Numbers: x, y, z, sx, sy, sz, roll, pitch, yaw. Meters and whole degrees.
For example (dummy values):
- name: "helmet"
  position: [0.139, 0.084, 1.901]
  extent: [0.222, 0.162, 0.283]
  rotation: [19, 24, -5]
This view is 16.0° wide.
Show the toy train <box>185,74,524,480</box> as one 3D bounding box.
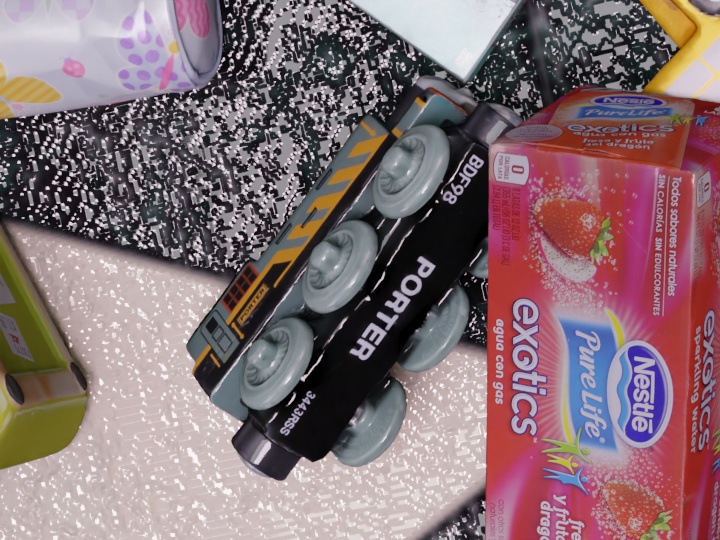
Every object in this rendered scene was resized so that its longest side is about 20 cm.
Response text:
- name: "toy train"
  position: [0.000, 0.000, 1.166]
  extent: [0.085, 0.114, 0.200]
  rotation: [32, 97, -30]

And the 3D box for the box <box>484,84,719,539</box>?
- name: "box"
  position: [0.116, 0.030, 1.110]
  extent: [0.095, 0.100, 0.200]
  rotation: [9, 112, 25]

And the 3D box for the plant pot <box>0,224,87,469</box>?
- name: "plant pot"
  position: [-0.249, 0.041, 1.186]
  extent: [0.181, 0.200, 0.199]
  rotation: [-28, 86, 7]

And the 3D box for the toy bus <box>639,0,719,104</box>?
- name: "toy bus"
  position: [0.194, -0.063, 1.139]
  extent: [0.200, 0.065, 0.078]
  rotation: [45, 104, 7]

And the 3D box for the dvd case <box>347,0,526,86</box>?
- name: "dvd case"
  position: [0.009, -0.201, 1.176]
  extent: [0.200, 0.022, 0.146]
  rotation: [37, 101, 7]

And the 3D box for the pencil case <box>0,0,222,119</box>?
- name: "pencil case"
  position: [-0.165, -0.116, 1.213]
  extent: [0.200, 0.083, 0.091]
  rotation: [-6, 55, 14]
